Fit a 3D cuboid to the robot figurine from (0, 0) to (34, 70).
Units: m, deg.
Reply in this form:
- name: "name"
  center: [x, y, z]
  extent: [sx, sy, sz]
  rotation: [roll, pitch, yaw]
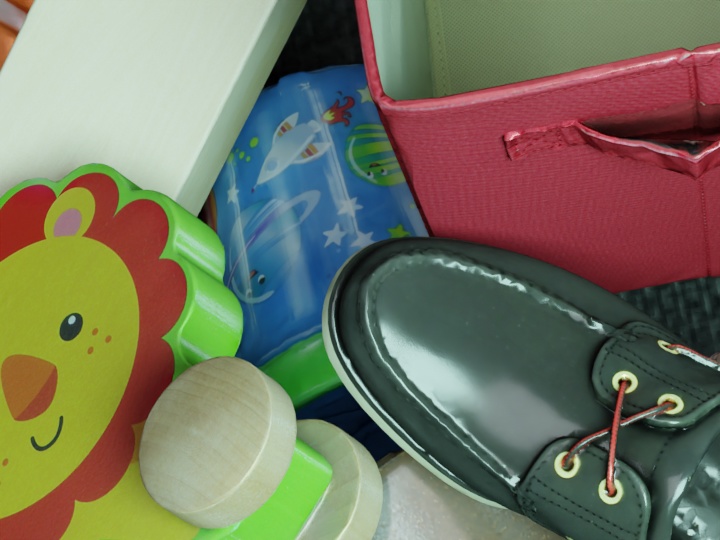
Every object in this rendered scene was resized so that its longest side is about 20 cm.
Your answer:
- name: "robot figurine"
  center: [-0.097, -0.117, 0.855]
  extent: [0.143, 0.117, 0.201]
  rotation: [31, 88, 1]

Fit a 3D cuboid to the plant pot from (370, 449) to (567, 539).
- name: "plant pot"
  center: [0.062, 0.146, 0.711]
  extent: [0.200, 0.200, 0.199]
  rotation: [-35, 84, 6]

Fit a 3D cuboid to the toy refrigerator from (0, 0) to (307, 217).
- name: "toy refrigerator"
  center: [-0.080, -0.062, 0.764]
  extent: [0.076, 0.070, 0.201]
  rotation: [28, 102, 4]

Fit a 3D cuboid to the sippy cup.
- name: "sippy cup"
  center: [0.000, 0.000, 0.809]
  extent: [0.176, 0.140, 0.131]
  rotation: [-16, 66, -3]

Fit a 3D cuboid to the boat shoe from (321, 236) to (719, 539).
- name: "boat shoe"
  center: [0.082, 0.050, 0.620]
  extent: [0.201, 0.063, 0.074]
  rotation: [33, 79, -5]

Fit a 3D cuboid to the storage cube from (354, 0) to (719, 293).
- name: "storage cube"
  center: [0.090, -0.101, 0.661]
  extent: [0.169, 0.180, 0.202]
  rotation: [-9, 69, 7]

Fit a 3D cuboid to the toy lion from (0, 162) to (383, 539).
- name: "toy lion"
  center: [-0.100, 0.070, 0.672]
  extent: [0.191, 0.069, 0.201]
  rotation: [30, 85, 42]

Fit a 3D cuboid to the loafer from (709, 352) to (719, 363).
- name: "loafer"
  center: [0.196, 0.076, 0.687]
  extent: [0.199, 0.070, 0.070]
  rotation: [25, 116, -7]
